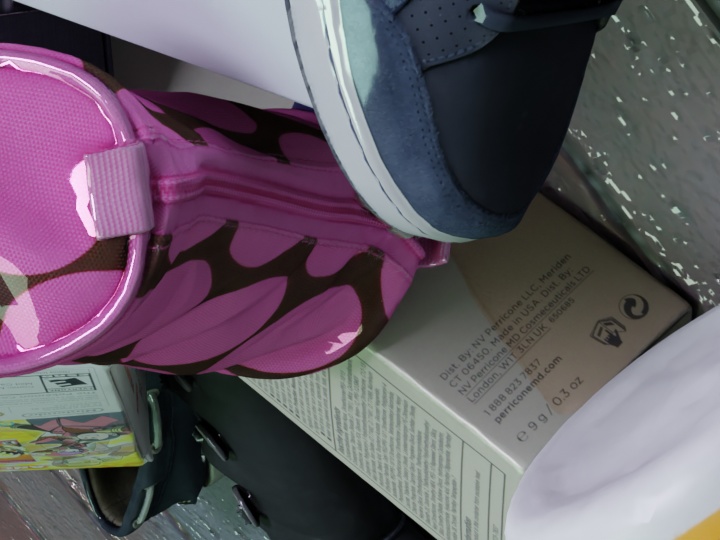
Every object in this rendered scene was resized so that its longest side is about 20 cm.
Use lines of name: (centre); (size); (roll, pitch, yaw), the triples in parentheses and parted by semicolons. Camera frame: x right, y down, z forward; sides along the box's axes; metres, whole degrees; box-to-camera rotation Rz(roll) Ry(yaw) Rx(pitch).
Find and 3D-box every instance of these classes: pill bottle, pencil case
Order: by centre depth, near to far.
pencil case: (-0.050, -0.013, 0.731); (0.093, 0.091, 0.200); (5, -178, 21)
pill bottle: (0.139, 0.110, 0.762); (0.200, 0.116, 0.116); (51, 158, -10)

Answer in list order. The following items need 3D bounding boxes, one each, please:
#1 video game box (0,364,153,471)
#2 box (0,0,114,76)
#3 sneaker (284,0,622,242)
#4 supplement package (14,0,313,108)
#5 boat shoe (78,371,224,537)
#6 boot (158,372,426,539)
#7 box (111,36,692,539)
video game box: (-0.175, 0.035, 0.959); (0.182, 0.199, 0.047); (92, 175, -73)
box: (-0.154, -0.079, 0.776); (0.051, 0.200, 0.158); (2, 99, 39)
sneaker: (0.059, -0.085, 0.560); (0.146, 0.077, 0.203); (23, 119, 41)
supplement package: (-0.046, -0.144, 0.684); (0.200, 0.111, 0.156); (23, 148, 46)
boat shoe: (-0.101, 0.038, 1.150); (0.075, 0.062, 0.200); (39, 156, 25)
boot: (-0.011, 0.076, 1.040); (0.165, 0.066, 0.200); (32, 151, 48)
box: (0.000, 0.000, 0.881); (0.200, 0.078, 0.095); (39, 157, 21)
